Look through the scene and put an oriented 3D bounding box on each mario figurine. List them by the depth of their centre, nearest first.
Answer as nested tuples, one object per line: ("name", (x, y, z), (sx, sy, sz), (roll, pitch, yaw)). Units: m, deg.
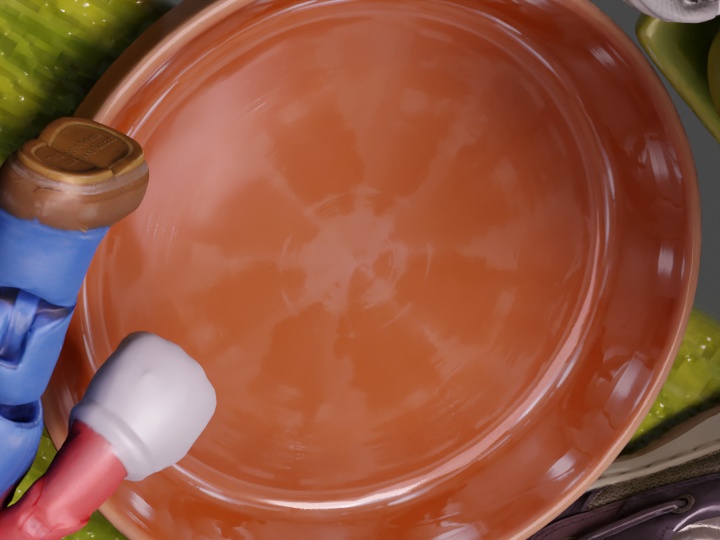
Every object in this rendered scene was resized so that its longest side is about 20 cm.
("mario figurine", (-0.119, 0.046, 0.782), (0.106, 0.123, 0.200), (-10, 123, -52))

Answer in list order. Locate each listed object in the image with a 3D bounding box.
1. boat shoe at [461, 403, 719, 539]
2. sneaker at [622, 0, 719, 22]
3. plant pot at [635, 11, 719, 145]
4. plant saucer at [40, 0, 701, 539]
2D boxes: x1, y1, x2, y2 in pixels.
("boat shoe", (0.086, 0.097, 0.887), (0.200, 0.065, 0.072), (-26, 121, -7))
("sneaker", (0.072, -0.094, 0.733), (0.075, 0.200, 0.081), (-42, 82, 6))
("plant pot", (0.205, -0.051, 0.798), (0.200, 0.181, 0.199), (-44, 119, 2))
("plant saucer", (0.000, 0.000, 0.833), (0.200, 0.032, 0.200), (-8, 114, -18))
